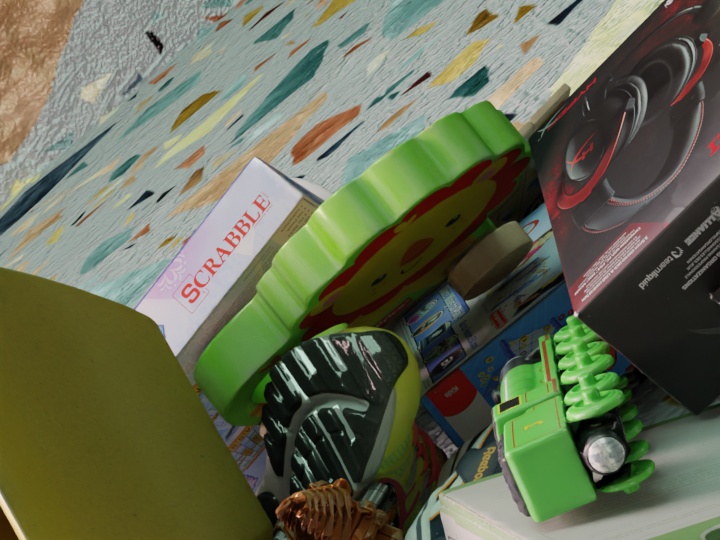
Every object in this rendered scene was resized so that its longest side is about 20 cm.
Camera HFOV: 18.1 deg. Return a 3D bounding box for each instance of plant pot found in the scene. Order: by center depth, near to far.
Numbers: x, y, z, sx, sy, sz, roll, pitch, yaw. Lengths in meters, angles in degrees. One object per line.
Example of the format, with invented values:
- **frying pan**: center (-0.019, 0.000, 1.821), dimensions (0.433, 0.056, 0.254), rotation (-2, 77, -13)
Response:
- **plant pot**: center (-0.161, 0.117, 1.023), dimensions (0.176, 0.200, 0.200), rotation (-9, -28, -52)

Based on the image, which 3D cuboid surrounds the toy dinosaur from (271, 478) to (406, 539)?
- **toy dinosaur**: center (-0.021, 0.141, 0.970), dimensions (0.102, 0.200, 0.136), rotation (11, 61, 35)

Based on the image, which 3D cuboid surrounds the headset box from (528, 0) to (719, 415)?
- **headset box**: center (0.154, -0.045, 0.943), dimensions (0.149, 0.075, 0.200), rotation (-46, 20, 19)

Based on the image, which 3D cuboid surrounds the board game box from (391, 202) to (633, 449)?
- **board game box**: center (0.114, 0.006, 1.172), dimensions (0.196, 0.056, 0.200), rotation (-39, 9, 3)

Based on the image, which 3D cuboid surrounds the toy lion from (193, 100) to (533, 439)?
- **toy lion**: center (0.000, 0.000, 1.080), dimensions (0.200, 0.069, 0.192), rotation (-40, -12, 5)

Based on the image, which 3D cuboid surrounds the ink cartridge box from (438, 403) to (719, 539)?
- **ink cartridge box**: center (0.128, 0.095, 0.827), dimensions (0.145, 0.048, 0.200), rotation (-15, 10, -15)

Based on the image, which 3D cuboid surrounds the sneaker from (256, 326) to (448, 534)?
- **sneaker**: center (0.004, 0.088, 1.075), dimensions (0.090, 0.078, 0.200), rotation (-15, -32, -24)

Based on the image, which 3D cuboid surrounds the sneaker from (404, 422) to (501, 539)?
- **sneaker**: center (0.072, 0.108, 0.978), dimensions (0.079, 0.078, 0.200), rotation (-41, 12, 19)

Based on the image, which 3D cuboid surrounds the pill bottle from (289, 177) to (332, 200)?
- **pill bottle**: center (-0.082, 0.039, 1.476), dimensions (0.200, 0.114, 0.114), rotation (-48, 17, -28)

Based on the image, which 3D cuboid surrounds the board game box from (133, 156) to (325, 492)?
- **board game box**: center (-0.065, 0.051, 1.245), dimensions (0.200, 0.041, 0.199), rotation (-51, -26, 3)

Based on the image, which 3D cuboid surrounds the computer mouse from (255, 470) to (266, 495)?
- **computer mouse**: center (-0.044, 0.140, 1.230), dimensions (0.110, 0.044, 0.200), rotation (-29, 18, 38)

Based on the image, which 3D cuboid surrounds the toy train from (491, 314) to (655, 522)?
- **toy train**: center (0.080, 0.056, 0.894), dimensions (0.056, 0.042, 0.200), rotation (-24, 6, 6)

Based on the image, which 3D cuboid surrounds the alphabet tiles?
- **alphabet tiles**: center (0.072, -0.022, 1.315), dimensions (0.200, 0.006, 0.167), rotation (-46, -18, -21)
